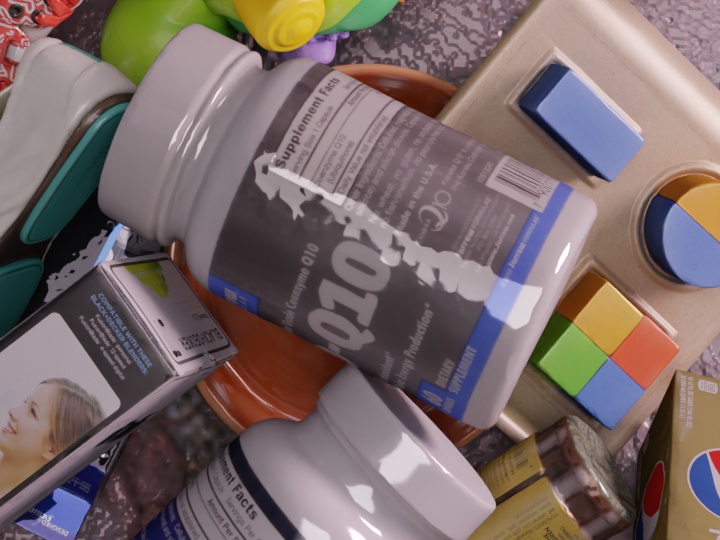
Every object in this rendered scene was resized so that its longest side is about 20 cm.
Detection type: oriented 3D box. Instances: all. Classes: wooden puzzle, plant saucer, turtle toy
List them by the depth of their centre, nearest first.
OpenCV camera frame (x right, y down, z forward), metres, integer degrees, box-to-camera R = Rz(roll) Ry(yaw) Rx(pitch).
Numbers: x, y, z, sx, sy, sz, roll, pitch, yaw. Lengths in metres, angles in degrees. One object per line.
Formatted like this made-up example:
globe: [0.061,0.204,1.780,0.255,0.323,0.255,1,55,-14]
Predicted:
turtle toy: [-0.041,-0.153,0.996,0.199,0.101,0.146,-32,60,-1]
wooden puzzle: [0.110,-0.019,1.004,0.185,0.046,0.200,41,85,-17]
plant saucer: [0.000,0.000,1.014,0.198,0.032,0.202,-2,97,-18]

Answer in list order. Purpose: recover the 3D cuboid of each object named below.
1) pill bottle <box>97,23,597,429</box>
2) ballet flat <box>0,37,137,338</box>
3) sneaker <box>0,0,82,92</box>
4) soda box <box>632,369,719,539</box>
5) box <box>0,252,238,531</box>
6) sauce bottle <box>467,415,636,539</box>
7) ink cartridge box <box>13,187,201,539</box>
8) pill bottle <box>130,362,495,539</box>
pill bottle: [-0.007,-0.023,0.912,0.199,0.114,0.114,27,90,7]
ballet flat: [-0.170,-0.022,0.948,0.069,0.069,0.201,35,111,-1]
sneaker: [-0.143,-0.133,0.954,0.199,0.067,0.109,-9,104,9]
soda box: [0.162,0.144,0.960,0.063,0.201,0.068,14,133,-2]
box: [-0.159,0.075,0.929,0.199,0.117,0.060,-36,86,10]
sauce bottle: [0.037,0.145,1.005,0.199,0.065,0.065,-33,91,17]
ink cartridge box: [-0.140,0.027,1.017,0.099,0.039,0.201,26,82,-2]
pill bottle: [-0.041,0.141,0.942,0.200,0.116,0.116,-43,91,5]
